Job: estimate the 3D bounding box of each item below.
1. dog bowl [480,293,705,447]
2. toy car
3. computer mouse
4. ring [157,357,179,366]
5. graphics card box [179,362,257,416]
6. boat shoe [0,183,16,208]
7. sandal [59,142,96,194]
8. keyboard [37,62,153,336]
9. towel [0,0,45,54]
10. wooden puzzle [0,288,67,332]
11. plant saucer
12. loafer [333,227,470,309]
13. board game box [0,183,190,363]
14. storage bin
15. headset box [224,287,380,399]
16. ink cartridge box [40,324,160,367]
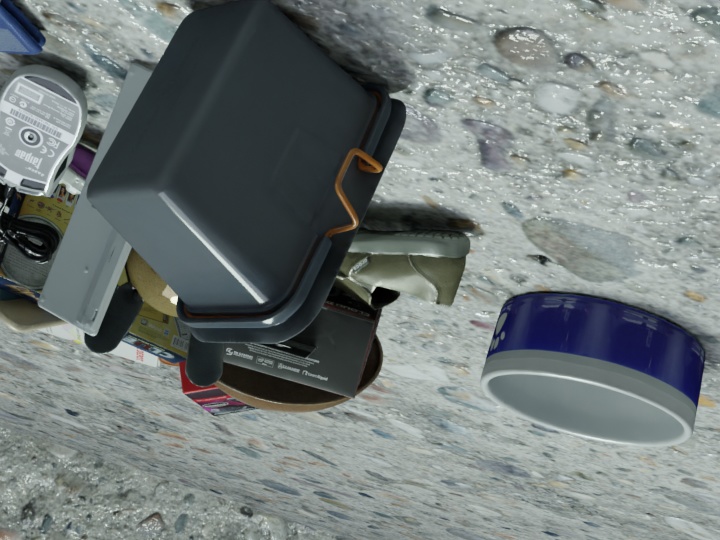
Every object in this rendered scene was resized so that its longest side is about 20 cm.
[{"bbox_3d":[0.217,0.095,1.276,0.199,0.079,0.200,15,161,5],"label":"dog bowl"},{"bbox_3d":[-0.131,-0.013,1.070,0.164,0.201,0.158,16,162,3],"label":"toy car"},{"bbox_3d":[-0.270,-0.096,1.116,0.109,0.044,0.200,28,129,-11],"label":"computer mouse"},{"bbox_3d":[-0.127,0.078,1.524,0.199,0.019,0.200,-8,166,-2],"label":"ring"},{"bbox_3d":[-0.129,0.123,1.561,0.125,0.051,0.200,-10,167,1],"label":"graphics card box"},{"bbox_3d":[-0.294,-0.051,1.308,0.072,0.071,0.200,-4,153,47],"label":"boat shoe"},{"bbox_3d":[-0.181,-0.066,1.195,0.202,0.083,0.050,25,118,-26],"label":"sandal"},{"bbox_3d":[-0.185,-0.052,1.020,0.056,0.201,0.011,28,-170,22],"label":"keyboard"},{"bbox_3d":[-0.341,-0.203,0.986,0.199,0.024,0.147,6,157,25],"label":"towel"},{"bbox_3d":[-0.344,0.014,1.305,0.199,0.037,0.185,11,-170,27],"label":"wooden puzzle"},{"bbox_3d":[-0.078,0.081,1.341,0.200,0.201,0.037,15,121,4],"label":"plant saucer"},{"bbox_3d":[0.000,0.000,1.167,0.199,0.070,0.075,3,-173,35],"label":"loafer"},{"bbox_3d":[-0.229,-0.014,1.256,0.200,0.136,0.035,28,155,-29],"label":"board game box"},{"bbox_3d":[-0.073,-0.072,0.880,0.145,0.201,0.134,-1,146,43],"label":"storage bin"},{"bbox_3d":[-0.059,0.044,1.240,0.148,0.078,0.200,15,-168,1],"label":"headset box"},{"bbox_3d":[-0.307,0.028,1.532,0.199,0.084,0.145,18,162,-4],"label":"ink cartridge box"}]
